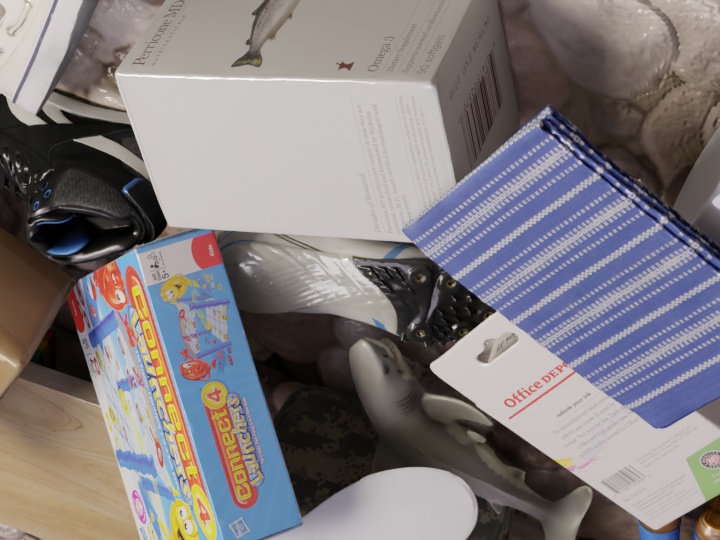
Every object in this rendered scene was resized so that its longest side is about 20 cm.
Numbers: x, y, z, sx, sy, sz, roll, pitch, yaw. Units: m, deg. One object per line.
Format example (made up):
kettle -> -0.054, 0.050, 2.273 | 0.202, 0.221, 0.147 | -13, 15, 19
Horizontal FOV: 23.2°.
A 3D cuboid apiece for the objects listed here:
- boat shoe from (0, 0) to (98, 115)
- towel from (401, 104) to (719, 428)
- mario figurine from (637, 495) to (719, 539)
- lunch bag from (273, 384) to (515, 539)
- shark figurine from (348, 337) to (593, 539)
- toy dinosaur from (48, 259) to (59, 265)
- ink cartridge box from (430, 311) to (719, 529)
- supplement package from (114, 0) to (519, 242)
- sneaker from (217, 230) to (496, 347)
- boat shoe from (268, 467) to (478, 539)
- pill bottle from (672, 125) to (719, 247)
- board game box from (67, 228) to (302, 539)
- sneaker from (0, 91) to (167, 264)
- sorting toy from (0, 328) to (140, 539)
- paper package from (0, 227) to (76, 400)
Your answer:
boat shoe -> -0.197, -0.176, 1.085 | 0.069, 0.071, 0.200 | 30, 144, -8
towel -> 0.136, 0.005, 0.957 | 0.199, 0.024, 0.145 | 37, 141, -11
mario figurine -> 0.227, 0.230, 1.272 | 0.123, 0.105, 0.202 | 39, 138, 40
lunch bag -> 0.011, 0.203, 1.298 | 0.198, 0.140, 0.168 | 19, 147, 7
shark figurine -> 0.055, 0.138, 1.206 | 0.214, 0.090, 0.128 | 40, 165, -6
toy dinosaur -> -0.306, -0.015, 1.298 | 0.198, 0.061, 0.107 | 27, 136, 1
ink cartridge box -> 0.157, 0.071, 1.135 | 0.199, 0.068, 0.117 | 35, 137, -14
supplement package -> -0.022, -0.100, 1.030 | 0.198, 0.117, 0.118 | 4, 134, 22
sneaker -> 0.000, 0.000, 1.162 | 0.197, 0.073, 0.073 | 10, 124, -1
boat shoe -> -0.012, 0.192, 1.167 | 0.198, 0.072, 0.068 | -28, 163, 3
pill bottle -> 0.277, -0.007, 0.971 | 0.199, 0.114, 0.113 | 30, 138, -2
board game box -> -0.124, 0.086, 1.182 | 0.195, 0.055, 0.202 | -20, 87, 66
sneaker -> -0.217, -0.062, 1.167 | 0.198, 0.112, 0.074 | 8, 133, 20
sorting toy -> -0.244, 0.129, 1.397 | 0.198, 0.070, 0.200 | 18, 137, 10
paper package -> -0.330, 0.032, 1.226 | 0.199, 0.104, 0.191 | 34, 128, -10
